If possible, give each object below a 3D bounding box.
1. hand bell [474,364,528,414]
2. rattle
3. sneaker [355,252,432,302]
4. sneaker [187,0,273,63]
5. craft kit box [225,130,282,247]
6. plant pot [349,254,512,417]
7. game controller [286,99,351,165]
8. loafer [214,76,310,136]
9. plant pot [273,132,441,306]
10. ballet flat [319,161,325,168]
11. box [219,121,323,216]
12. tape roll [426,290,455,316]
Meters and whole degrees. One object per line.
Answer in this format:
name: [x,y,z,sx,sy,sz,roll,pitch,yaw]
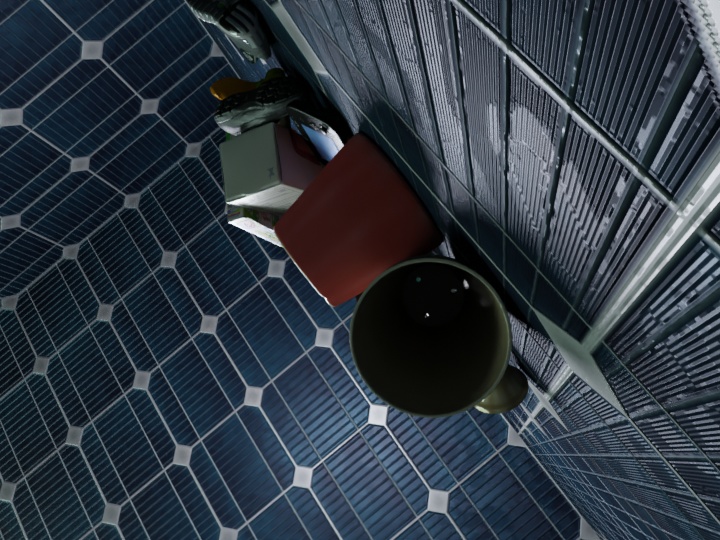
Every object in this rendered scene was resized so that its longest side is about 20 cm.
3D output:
hand bell: [0.196,0.122,0.967,0.202,0.103,0.104,65,173,-33]
rattle: [-0.193,-0.294,1.177,0.132,0.141,0.200,62,170,4]
sneaker: [0.061,0.005,0.982,0.120,0.083,0.202,40,-133,-28]
sneaker: [-0.207,-0.400,0.998,0.201,0.075,0.116,51,-178,34]
craft kit box: [-0.183,-0.161,1.192,0.197,0.048,0.204,30,-129,-58]
plant pot: [0.090,0.056,0.784,0.188,0.186,0.200,51,-166,-6]
game controller: [-0.051,-0.202,0.975,0.103,0.043,0.200,20,168,20]
loafer: [-0.160,-0.273,1.027,0.070,0.198,0.069,43,-130,-44]
plant pot: [-0.013,-0.060,0.848,0.201,0.176,0.200,52,180,0]
ballet flat: [-0.016,-0.160,1.112,0.062,0.069,0.203,-9,113,38]
box: [-0.139,-0.172,1.096,0.199,0.126,0.111,9,-110,-62]
tape roll: [0.153,0.069,1.146,0.203,0.070,0.202,52,180,0]
